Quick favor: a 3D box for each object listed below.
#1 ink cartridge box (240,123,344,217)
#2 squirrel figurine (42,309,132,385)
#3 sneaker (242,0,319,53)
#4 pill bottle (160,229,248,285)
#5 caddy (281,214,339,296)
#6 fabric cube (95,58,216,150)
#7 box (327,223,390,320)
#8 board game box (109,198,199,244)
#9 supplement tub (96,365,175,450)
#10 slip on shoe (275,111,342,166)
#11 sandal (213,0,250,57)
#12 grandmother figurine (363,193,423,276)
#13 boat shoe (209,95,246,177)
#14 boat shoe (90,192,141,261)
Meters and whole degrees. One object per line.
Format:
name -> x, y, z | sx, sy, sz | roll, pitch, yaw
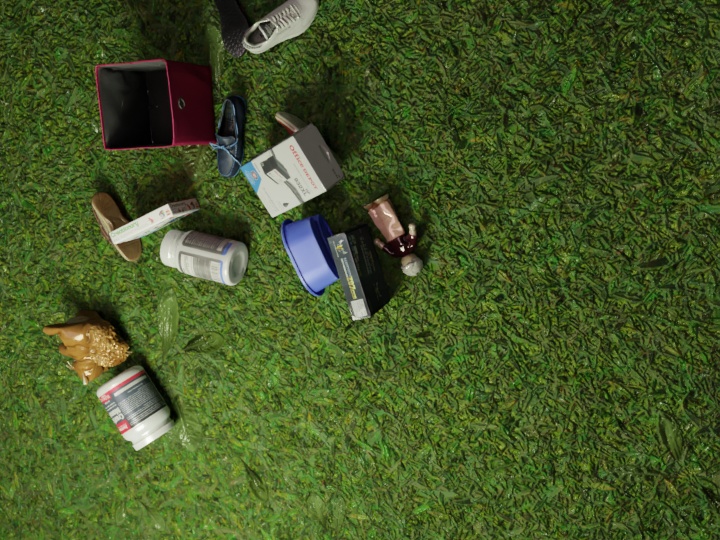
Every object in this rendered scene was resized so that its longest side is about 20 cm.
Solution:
ink cartridge box -> -0.159, -0.228, 1.629 | 0.200, 0.084, 0.145 | -20, 107, 42
squirrel figurine -> -0.744, 0.223, 1.950 | 0.200, 0.142, 0.187 | 2, 108, 21
sneaker -> -0.179, -0.561, 1.594 | 0.200, 0.081, 0.076 | -36, 97, 6
pill bottle -> -0.397, -0.038, 1.783 | 0.200, 0.114, 0.114 | 14, 106, 16
caddy -> -0.118, -0.038, 1.673 | 0.105, 0.141, 0.200 | -24, 93, 17
fabric cube -> -0.484, -0.394, 1.691 | 0.200, 0.199, 0.197 | 1, 101, 19
box -> 0.000, 0.000, 1.630 | 0.051, 0.158, 0.200 | -14, 96, 21
board game box -> -0.526, -0.127, 1.802 | 0.200, 0.126, 0.035 | -22, 94, 21
supplement tub -> -0.614, 0.375, 1.932 | 0.140, 0.140, 0.200 | -33, 89, 22
slip on shoe -> -0.131, -0.299, 1.661 | 0.200, 0.074, 0.061 | 45, 115, 0
sandal -> -0.301, -0.599, 1.673 | 0.075, 0.045, 0.200 | -20, 80, 16
grandmother figurine -> 0.087, -0.078, 1.641 | 0.121, 0.061, 0.200 | -23, 97, 49
boat shoe -> -0.331, -0.328, 1.722 | 0.084, 0.069, 0.200 | 8, 104, 18
boat shoe -> -0.662, -0.112, 1.892 | 0.072, 0.072, 0.200 | -17, 108, 52
